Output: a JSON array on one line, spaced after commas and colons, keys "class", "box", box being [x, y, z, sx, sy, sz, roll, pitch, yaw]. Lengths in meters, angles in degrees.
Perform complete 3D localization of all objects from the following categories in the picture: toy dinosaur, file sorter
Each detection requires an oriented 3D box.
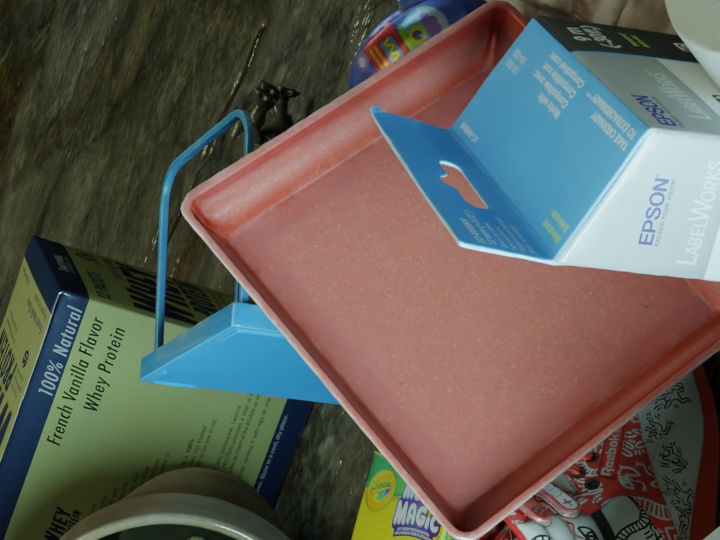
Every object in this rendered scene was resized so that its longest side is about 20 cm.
[{"class": "toy dinosaur", "box": [-0.078, -0.089, 1.512, 0.103, 0.077, 0.200, -61, 27, 12]}, {"class": "file sorter", "box": [0.000, 0.000, 1.062, 0.139, 0.198, 0.124, 152, 123, -61]}]

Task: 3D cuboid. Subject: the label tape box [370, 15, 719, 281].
[{"class": "label tape box", "box": [0.119, -0.053, 0.821, 0.143, 0.198, 0.067, -120, 41, -61]}]

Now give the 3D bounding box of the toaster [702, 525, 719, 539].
[{"class": "toaster", "box": [0.170, 0.171, 0.651, 0.181, 0.118, 0.201, -51, 30, 43]}]

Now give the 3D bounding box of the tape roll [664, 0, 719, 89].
[{"class": "tape roll", "box": [0.212, -0.145, 0.775, 0.202, 0.037, 0.204, -32, 29, 21]}]

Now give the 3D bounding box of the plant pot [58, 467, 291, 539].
[{"class": "plant pot", "box": [-0.112, 0.213, 1.253, 0.174, 0.198, 0.201, -90, 23, -73]}]

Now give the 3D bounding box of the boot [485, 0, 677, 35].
[{"class": "boot", "box": [0.126, -0.169, 0.993, 0.199, 0.064, 0.188, 28, 103, 46]}]

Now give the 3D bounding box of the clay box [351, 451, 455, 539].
[{"class": "clay box", "box": [0.028, 0.182, 1.085, 0.115, 0.047, 0.202, 8, 83, 67]}]

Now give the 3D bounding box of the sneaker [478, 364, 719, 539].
[{"class": "sneaker", "box": [0.102, 0.097, 0.885, 0.067, 0.107, 0.203, -48, 33, 47]}]

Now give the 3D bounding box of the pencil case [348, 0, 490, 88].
[{"class": "pencil case", "box": [0.073, -0.049, 0.983, 0.087, 0.078, 0.201, -36, 74, 13]}]

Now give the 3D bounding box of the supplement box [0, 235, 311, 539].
[{"class": "supplement box", "box": [-0.164, 0.110, 1.404, 0.202, 0.198, 0.134, -69, 22, 10]}]

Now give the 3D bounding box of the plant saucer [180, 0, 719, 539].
[{"class": "plant saucer", "box": [0.052, -0.001, 0.886, 0.200, 0.199, 0.037, 49, 155, 17]}]
